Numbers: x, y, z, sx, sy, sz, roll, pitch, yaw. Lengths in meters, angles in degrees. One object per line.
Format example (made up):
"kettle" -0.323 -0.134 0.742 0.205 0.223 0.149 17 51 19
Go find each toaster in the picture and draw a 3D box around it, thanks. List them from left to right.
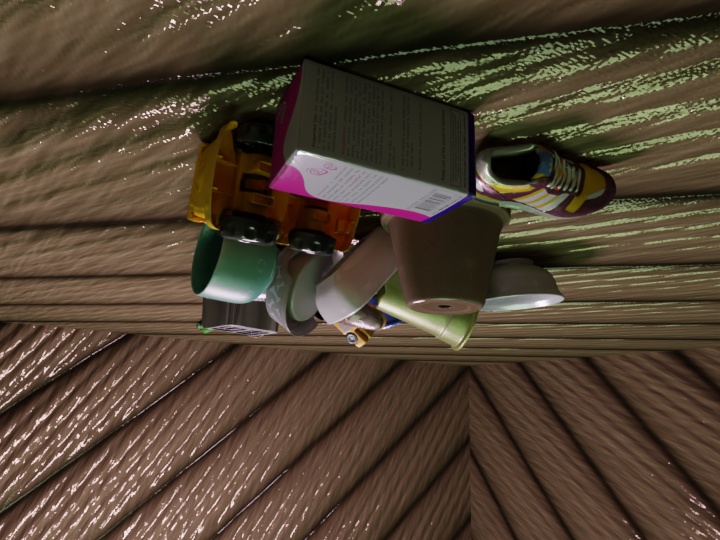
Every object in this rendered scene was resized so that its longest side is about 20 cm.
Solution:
"toaster" -0.343 0.121 1.484 0.200 0.119 0.181 -12 160 42

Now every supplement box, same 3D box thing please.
"supplement box" 0.013 -0.128 0.541 0.200 0.104 0.101 8 165 -25

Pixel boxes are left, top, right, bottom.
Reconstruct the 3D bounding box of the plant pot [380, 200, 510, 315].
"plant pot" 0.126 -0.029 0.754 0.200 0.175 0.200 3 164 1

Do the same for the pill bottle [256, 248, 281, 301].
"pill bottle" -0.223 0.005 1.044 0.199 0.116 0.116 3 165 -3

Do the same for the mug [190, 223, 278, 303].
"mug" -0.205 -0.021 0.865 0.114 0.152 0.185 16 163 -33

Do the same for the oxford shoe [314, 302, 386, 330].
"oxford shoe" -0.045 0.093 1.073 0.200 0.071 0.073 16 -152 11

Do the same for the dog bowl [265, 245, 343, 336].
"dog bowl" -0.107 0.023 0.964 0.059 0.200 0.200 21 172 21

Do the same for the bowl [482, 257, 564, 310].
"bowl" 0.324 0.028 1.071 0.200 0.091 0.201 -3 167 -1

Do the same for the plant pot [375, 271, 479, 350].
"plant pot" 0.136 0.047 1.054 0.189 0.201 0.200 15 164 -3

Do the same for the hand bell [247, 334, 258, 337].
"hand bell" -0.356 0.182 1.819 0.104 0.104 0.200 2 177 2

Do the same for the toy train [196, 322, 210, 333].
"toy train" -0.635 0.227 2.072 0.056 0.042 0.200 21 158 -25

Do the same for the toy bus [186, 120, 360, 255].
"toy bus" -0.126 -0.096 0.662 0.200 0.136 0.192 11 176 -36

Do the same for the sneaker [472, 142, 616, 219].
"sneaker" 0.231 -0.111 0.620 0.199 0.075 0.090 3 170 -4

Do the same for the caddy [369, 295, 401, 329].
"caddy" 0.042 0.099 1.266 0.200 0.105 0.141 -8 -168 36

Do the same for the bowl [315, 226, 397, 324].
"bowl" 0.000 0.000 0.917 0.075 0.200 0.200 46 156 -7

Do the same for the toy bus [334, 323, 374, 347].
"toy bus" -0.044 0.079 1.147 0.078 0.200 0.065 -44 -176 30
